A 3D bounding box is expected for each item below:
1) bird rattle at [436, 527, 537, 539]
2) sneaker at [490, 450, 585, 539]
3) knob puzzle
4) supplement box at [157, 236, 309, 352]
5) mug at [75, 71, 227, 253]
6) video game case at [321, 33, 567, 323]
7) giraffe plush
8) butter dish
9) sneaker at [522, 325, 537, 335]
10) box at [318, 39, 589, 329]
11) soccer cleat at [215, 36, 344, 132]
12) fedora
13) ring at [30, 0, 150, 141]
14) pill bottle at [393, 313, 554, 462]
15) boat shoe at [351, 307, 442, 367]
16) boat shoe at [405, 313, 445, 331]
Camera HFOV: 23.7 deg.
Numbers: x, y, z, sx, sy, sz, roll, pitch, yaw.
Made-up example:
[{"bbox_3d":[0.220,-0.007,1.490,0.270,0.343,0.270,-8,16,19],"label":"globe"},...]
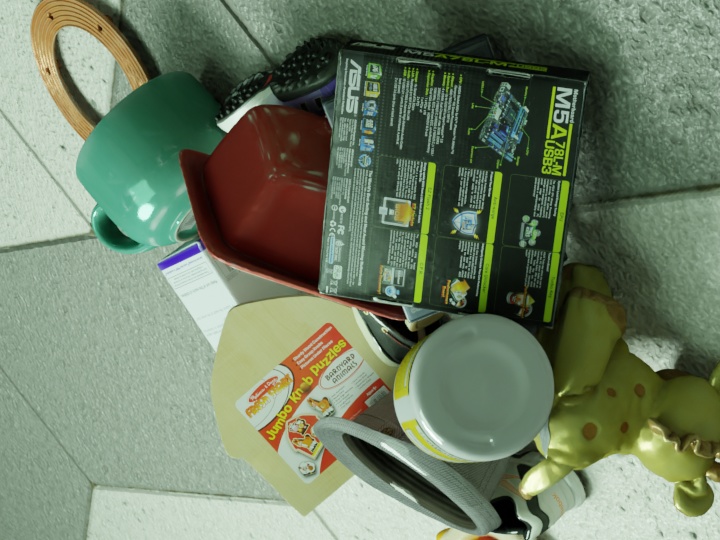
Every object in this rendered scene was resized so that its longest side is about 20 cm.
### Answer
[{"bbox_3d":[0.142,0.318,1.712,0.200,0.112,0.164,-30,81,54],"label":"bird rattle"},{"bbox_3d":[0.119,0.207,1.647,0.199,0.080,0.074,4,127,51],"label":"sneaker"},{"bbox_3d":[-0.056,0.108,1.655,0.220,0.219,0.030,57,-173,-9],"label":"knob puzzle"},{"bbox_3d":[-0.096,0.039,1.727,0.201,0.101,0.103,57,147,-7],"label":"supplement box"},{"bbox_3d":[-0.182,-0.091,1.662,0.114,0.152,0.185,47,159,14],"label":"mug"},{"bbox_3d":[0.070,-0.072,1.389,0.019,0.142,0.201,-106,-6,-70],"label":"video game case"},{"bbox_3d":[0.222,0.106,1.377,0.161,0.201,0.173,13,125,-3],"label":"giraffe plush"},{"bbox_3d":[-0.036,-0.076,1.456,0.148,0.199,0.200,-62,25,22],"label":"butter dish"},{"bbox_3d":[0.106,0.086,1.546,0.078,0.079,0.201,37,146,19],"label":"sneaker"},{"bbox_3d":[0.070,-0.067,1.332,0.191,0.048,0.202,7,109,6],"label":"box"},{"bbox_3d":[-0.055,-0.151,1.539,0.073,0.068,0.200,40,150,-20],"label":"soccer cleat"},{"bbox_3d":[0.061,0.160,1.577,0.199,0.091,0.177,15,154,51],"label":"fedora"},{"bbox_3d":[-0.272,-0.198,1.791,0.200,0.019,0.201,32,143,27],"label":"ring"},{"bbox_3d":[0.084,0.098,1.371,0.111,0.111,0.200,50,172,2],"label":"pill bottle"},{"bbox_3d":[0.002,-0.002,1.597,0.202,0.074,0.063,52,143,-6],"label":"boat shoe"},{"bbox_3d":[0.066,-0.026,1.503,0.069,0.073,0.201,49,147,23],"label":"boat shoe"}]
